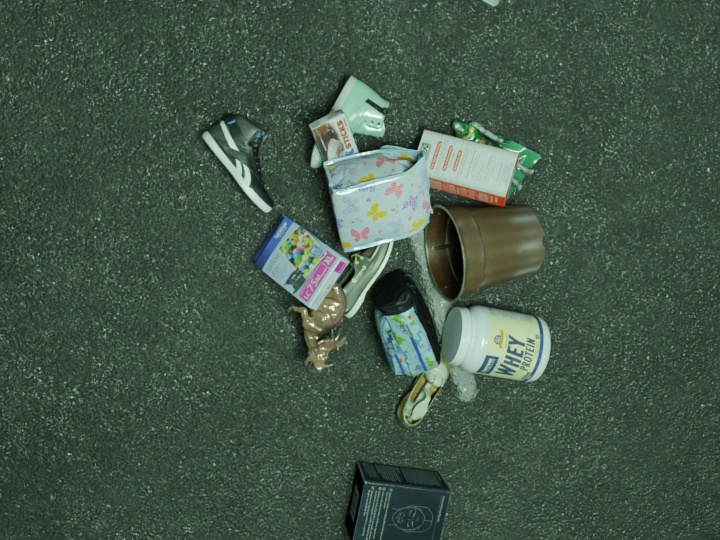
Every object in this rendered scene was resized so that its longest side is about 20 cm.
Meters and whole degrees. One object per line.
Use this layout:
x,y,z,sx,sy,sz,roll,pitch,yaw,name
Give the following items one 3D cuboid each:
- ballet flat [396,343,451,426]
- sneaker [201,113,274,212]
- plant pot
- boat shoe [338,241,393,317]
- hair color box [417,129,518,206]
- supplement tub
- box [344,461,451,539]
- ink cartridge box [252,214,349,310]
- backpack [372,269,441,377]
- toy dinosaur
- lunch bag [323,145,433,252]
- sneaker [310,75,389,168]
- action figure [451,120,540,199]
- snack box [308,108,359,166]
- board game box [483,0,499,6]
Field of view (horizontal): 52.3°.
0.148,0.257,1.608,0.071,0.071,0.200,31,93,-13,ballet flat
-0.211,-0.222,1.459,0.112,0.073,0.200,-38,102,0,sneaker
0.260,-0.049,1.518,0.197,0.200,0.201,-9,101,-15,plant pot
0.001,0.001,1.535,0.060,0.072,0.202,28,98,-18,boat shoe
0.211,-0.208,1.492,0.199,0.061,0.102,17,79,12,hair color box
0.289,0.154,1.574,0.199,0.145,0.146,10,98,-11,supplement tub
0.081,0.522,1.620,0.199,0.107,0.149,10,97,-11,box
-0.130,-0.023,1.463,0.120,0.200,0.042,-56,148,3,ink cartridge box
0.097,0.125,1.541,0.154,0.163,0.200,-36,110,7,backpack
-0.069,0.093,1.492,0.135,0.086,0.201,32,106,19,toy dinosaur
0.040,-0.149,1.465,0.199,0.127,0.170,-13,134,-1,lunch bag
-0.017,-0.277,1.480,0.118,0.074,0.201,29,91,-7,sneaker
0.272,-0.251,1.552,0.200,0.055,0.118,34,95,-9,action figure
-0.038,-0.224,1.463,0.072,0.024,0.200,-28,136,-5,snack box
0.194,-0.622,1.367,0.026,0.200,0.200,-40,63,-21,board game box
